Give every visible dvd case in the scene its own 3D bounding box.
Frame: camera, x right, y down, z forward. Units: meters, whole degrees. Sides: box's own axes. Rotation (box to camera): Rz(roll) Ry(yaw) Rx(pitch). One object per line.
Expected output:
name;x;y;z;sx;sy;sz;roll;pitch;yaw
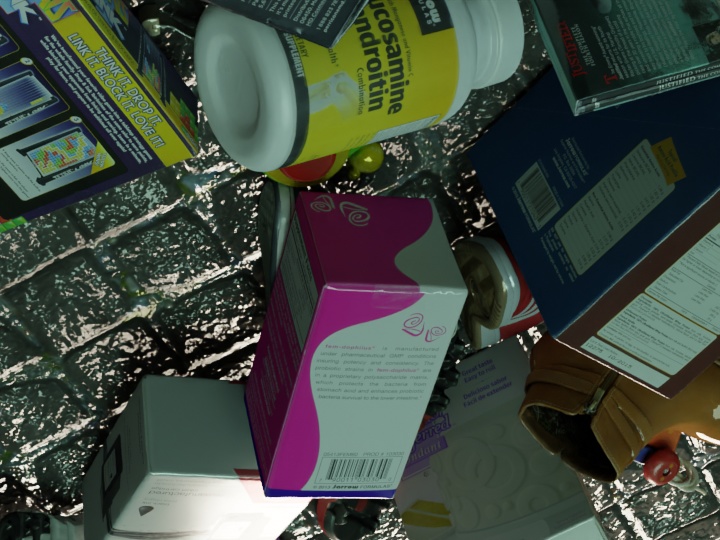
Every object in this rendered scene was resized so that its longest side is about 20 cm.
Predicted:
dvd case;0.210;-0.188;1.095;0.199;0.147;0.022;-16;152;-6

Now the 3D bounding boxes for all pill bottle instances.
pill bottle;0.003;-0.138;1.070;0.199;0.112;0.112;-19;139;-30

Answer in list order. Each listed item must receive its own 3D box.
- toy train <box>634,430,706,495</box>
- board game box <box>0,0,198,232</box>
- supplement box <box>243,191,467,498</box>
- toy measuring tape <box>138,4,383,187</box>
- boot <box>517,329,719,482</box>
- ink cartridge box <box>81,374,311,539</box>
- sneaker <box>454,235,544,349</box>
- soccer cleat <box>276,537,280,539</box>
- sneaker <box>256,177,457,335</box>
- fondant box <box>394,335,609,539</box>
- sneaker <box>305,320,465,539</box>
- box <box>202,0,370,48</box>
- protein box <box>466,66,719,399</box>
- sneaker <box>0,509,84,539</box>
toy train;0.271;0.121;1.462;0.199;0.085;0.116;25;107;-36
board game box;-0.219;-0.124;1.045;0.165;0.057;0.200;-20;137;15
supplement box;-0.008;0.054;1.164;0.101;0.104;0.201;3;131;-18
toy measuring tape;-0.073;-0.107;1.131;0.199;0.074;0.074;25;121;-25
boot;0.220;0.111;1.303;0.199;0.155;0.077;33;124;1
ink cartridge box;-0.125;0.164;1.311;0.144;0.084;0.200;4;149;-22
sneaker;0.132;0.003;1.263;0.112;0.072;0.200;-20;169;-4
soccer cleat;-0.090;0.265;1.467;0.068;0.073;0.200;-32;134;13
sneaker;0.000;-0.001;1.239;0.145;0.077;0.203;-8;139;-4
fondant box;0.099;0.166;1.350;0.144;0.201;0.058;-26;134;7
sneaker;0.006;0.113;1.345;0.071;0.098;0.201;35;83;-49
box;-0.087;-0.233;0.943;0.199;0.148;0.104;16;125;-32
protein box;0.212;-0.062;1.173;0.135;0.199;0.200;27;120;-38
sneaker;-0.252;0.236;1.393;0.090;0.067;0.200;-14;160;34
